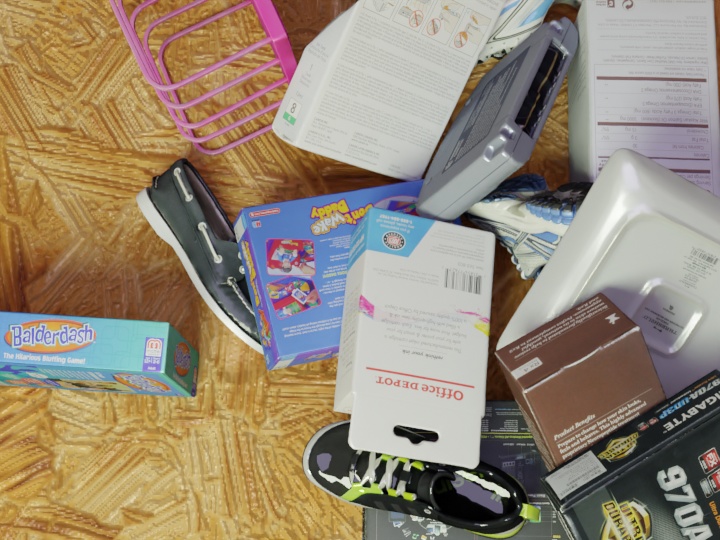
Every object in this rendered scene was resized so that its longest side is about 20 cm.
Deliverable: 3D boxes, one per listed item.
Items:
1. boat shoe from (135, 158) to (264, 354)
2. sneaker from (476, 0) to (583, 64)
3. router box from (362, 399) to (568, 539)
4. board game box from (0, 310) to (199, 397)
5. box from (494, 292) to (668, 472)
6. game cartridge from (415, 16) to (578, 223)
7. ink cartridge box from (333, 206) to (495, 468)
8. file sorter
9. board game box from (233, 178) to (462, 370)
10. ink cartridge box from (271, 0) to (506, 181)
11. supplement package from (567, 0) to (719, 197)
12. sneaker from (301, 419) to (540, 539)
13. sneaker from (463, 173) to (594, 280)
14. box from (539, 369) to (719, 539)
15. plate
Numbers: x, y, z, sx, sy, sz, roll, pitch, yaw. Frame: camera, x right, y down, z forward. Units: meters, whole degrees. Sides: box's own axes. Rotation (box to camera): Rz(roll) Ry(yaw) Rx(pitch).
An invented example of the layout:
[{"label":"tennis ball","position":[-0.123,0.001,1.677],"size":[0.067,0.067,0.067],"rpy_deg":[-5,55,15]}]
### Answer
[{"label":"boat shoe","position":[-0.124,-0.014,1.126],"size":[0.060,0.076,0.201],"rpy_deg":[-42,80,10]},{"label":"sneaker","position":[0.126,-0.222,1.172],"size":[0.199,0.072,0.073],"rpy_deg":[-36,88,-2]},{"label":"router box","position":[0.099,0.190,1.082],"size":[0.197,0.062,0.152],"rpy_deg":[1,76,2]},{"label":"board game box","position":[-0.248,0.072,1.076],"size":[0.197,0.152,0.046],"rpy_deg":[4,77,2]},{"label":"box","position":[0.190,0.131,0.970],"size":[0.099,0.075,0.202],"rpy_deg":[-27,117,-3]},{"label":"game cartridge","position":[0.116,-0.126,1.093],"size":[0.041,0.133,0.201],"rpy_deg":[41,48,-15]},{"label":"ink cartridge box","position":[0.043,0.062,1.036],"size":[0.113,0.068,0.203],"rpy_deg":[11,69,-13]},{"label":"file sorter","position":[-0.132,-0.203,1.111],"size":[0.124,0.200,0.140],"rpy_deg":[-25,77,-1]},{"label":"board game box","position":[0.000,0.000,1.106],"size":[0.197,0.045,0.136],"rpy_deg":[-10,76,-20]},{"label":"ink cartridge box","position":[0.029,-0.186,1.091],"size":[0.050,0.160,0.202],"rpy_deg":[35,106,44]},{"label":"supplement package","position":[0.249,-0.130,1.120],"size":[0.115,0.117,0.203],"rpy_deg":[1,78,0]},{"label":"sneaker","position":[0.049,0.163,1.014],"size":[0.197,0.083,0.073],"rpy_deg":[13,77,5]},{"label":"sneaker","position":[0.146,-0.030,1.078],"size":[0.076,0.200,0.086],"rpy_deg":[-19,106,-18]},{"label":"box","position":[0.243,0.197,0.945],"size":[0.158,0.046,0.201],"rpy_deg":[-30,116,-2]},{"label":"plate","position":[0.238,0.032,0.994],"size":[0.198,0.032,0.202],"rpy_deg":[25,111,-10]}]
